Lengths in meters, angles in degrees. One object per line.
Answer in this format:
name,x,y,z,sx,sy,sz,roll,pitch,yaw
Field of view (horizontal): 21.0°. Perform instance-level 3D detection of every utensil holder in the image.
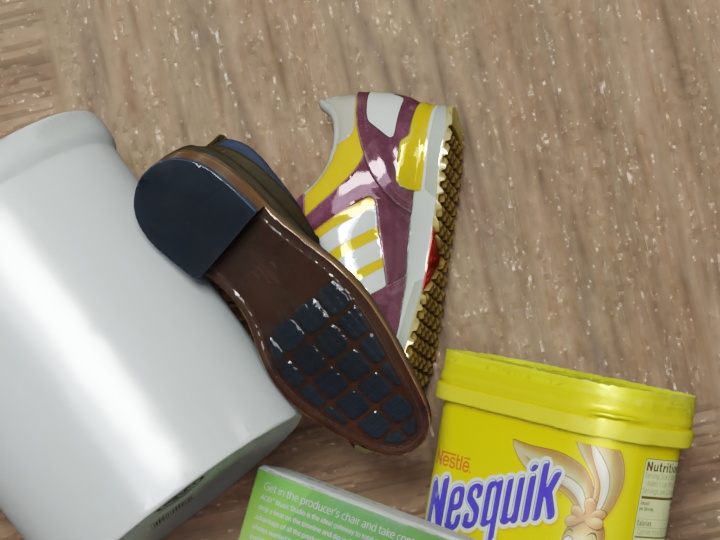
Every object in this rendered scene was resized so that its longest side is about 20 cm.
utensil holder,-0.150,0.045,1.037,0.170,0.170,0.200,-38,81,1

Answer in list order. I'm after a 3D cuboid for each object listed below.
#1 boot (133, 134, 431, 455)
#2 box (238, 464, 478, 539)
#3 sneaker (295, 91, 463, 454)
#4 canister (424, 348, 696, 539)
boot,-0.028,0.005,1.031,0.075,0.097,0.200,-39,97,21
box,-0.017,0.218,1.020,0.144,0.036,0.201,17,92,34
sneaker,0.000,0.000,1.088,0.090,0.075,0.201,9,81,14
canister,0.094,0.152,1.032,0.148,0.086,0.201,10,90,50
